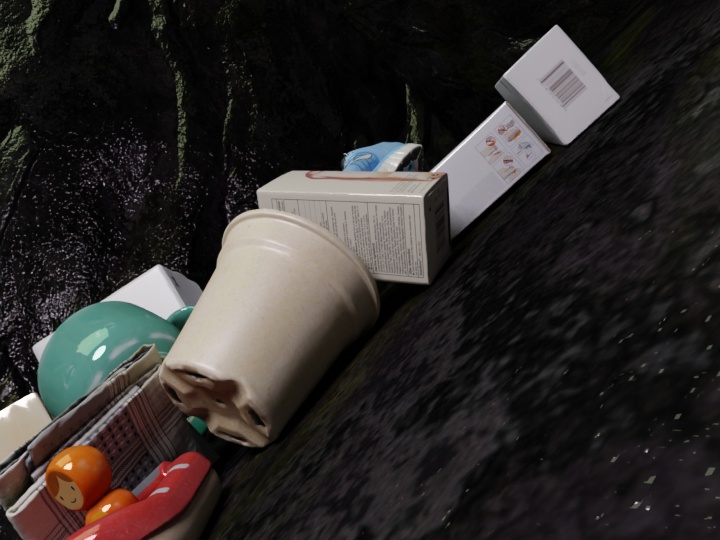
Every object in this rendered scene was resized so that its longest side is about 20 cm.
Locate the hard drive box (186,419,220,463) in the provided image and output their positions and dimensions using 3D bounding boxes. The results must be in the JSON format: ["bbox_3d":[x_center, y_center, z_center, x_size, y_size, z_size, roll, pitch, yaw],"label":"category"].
[{"bbox_3d":[-0.291,0.293,0.907,0.156,0.077,0.200,-45,2,-19],"label":"hard drive box"}]

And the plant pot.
[{"bbox_3d":[-0.104,0.071,0.659,0.200,0.200,0.184,-40,15,49],"label":"plant pot"}]

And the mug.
[{"bbox_3d":[-0.251,0.107,0.699,0.114,0.152,0.186,16,74,42],"label":"mug"}]

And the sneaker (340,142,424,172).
[{"bbox_3d":[-0.001,-0.117,0.847,0.200,0.090,0.079,-36,-43,-37],"label":"sneaker"}]

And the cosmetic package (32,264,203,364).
[{"bbox_3d":[-0.295,0.124,0.875,0.199,0.167,0.167,-34,-10,-3],"label":"cosmetic package"}]

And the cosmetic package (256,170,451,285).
[{"bbox_3d":[-0.005,-0.053,0.706,0.199,0.104,0.087,6,27,23],"label":"cosmetic package"}]

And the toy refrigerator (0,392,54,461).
[{"bbox_3d":[-0.333,0.242,0.687,0.070,0.200,0.076,-31,-14,-24],"label":"toy refrigerator"}]

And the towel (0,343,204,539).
[{"bbox_3d":[-0.233,0.203,0.612,0.034,0.201,0.193,7,36,33],"label":"towel"}]

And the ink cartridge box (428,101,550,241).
[{"bbox_3d":[0.138,-0.116,0.832,0.200,0.084,0.176,-43,1,14],"label":"ink cartridge box"}]

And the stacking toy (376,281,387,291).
[{"bbox_3d":[0.000,0.000,0.839,0.200,0.117,0.110,-37,12,-30],"label":"stacking toy"}]

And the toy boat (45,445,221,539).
[{"bbox_3d":[-0.206,0.200,0.517,0.130,0.131,0.200,-43,3,1],"label":"toy boat"}]

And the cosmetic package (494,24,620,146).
[{"bbox_3d":[0.235,-0.223,0.781,0.081,0.113,0.200,-42,1,14],"label":"cosmetic package"}]

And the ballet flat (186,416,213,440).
[{"bbox_3d":[-0.319,0.324,1.145,0.200,0.075,0.064,-40,-33,-63],"label":"ballet flat"}]
